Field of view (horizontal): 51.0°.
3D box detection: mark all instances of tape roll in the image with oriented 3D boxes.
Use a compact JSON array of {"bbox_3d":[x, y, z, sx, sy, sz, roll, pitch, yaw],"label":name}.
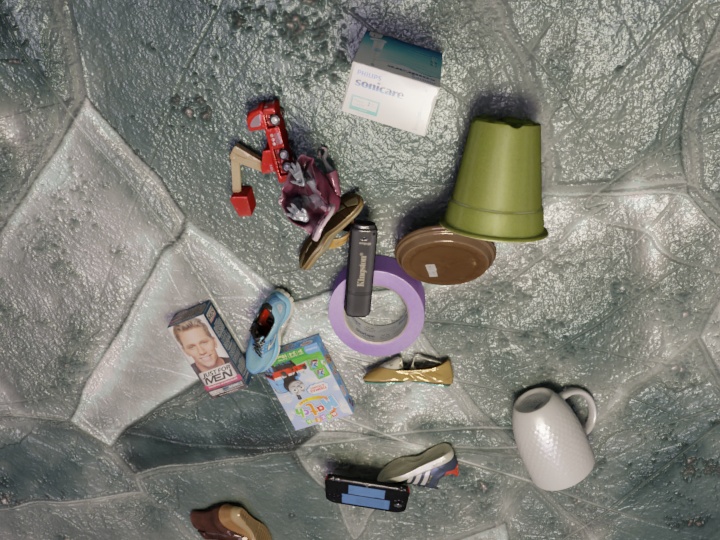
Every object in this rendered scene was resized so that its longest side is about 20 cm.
[{"bbox_3d":[0.035,0.074,1.543,0.195,0.066,0.204,3,120,6],"label":"tape roll"}]

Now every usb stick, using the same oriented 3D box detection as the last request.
[{"bbox_3d":[0.000,0.000,1.451,0.054,0.033,0.204,6,118,2],"label":"usb stick"}]

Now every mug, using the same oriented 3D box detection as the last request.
[{"bbox_3d":[0.419,0.333,1.606,0.198,0.147,0.178,-31,107,-11],"label":"mug"}]

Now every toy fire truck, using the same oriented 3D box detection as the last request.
[{"bbox_3d":[-0.194,-0.211,1.424,0.137,0.049,0.204,-8,118,11],"label":"toy fire truck"}]

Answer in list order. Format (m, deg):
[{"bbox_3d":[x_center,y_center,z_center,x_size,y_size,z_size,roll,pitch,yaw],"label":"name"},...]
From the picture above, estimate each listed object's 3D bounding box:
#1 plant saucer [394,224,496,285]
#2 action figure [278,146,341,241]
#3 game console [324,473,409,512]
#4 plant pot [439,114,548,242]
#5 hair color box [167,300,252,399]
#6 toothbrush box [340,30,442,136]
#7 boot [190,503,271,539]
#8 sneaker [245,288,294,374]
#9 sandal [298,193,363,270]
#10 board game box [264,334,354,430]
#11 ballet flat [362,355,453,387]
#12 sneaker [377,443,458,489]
[{"bbox_3d":[0.161,-0.023,1.437,0.195,0.030,0.201,3,152,1],"label":"plant saucer"},{"bbox_3d":[-0.069,-0.139,1.374,0.148,0.199,0.135,39,100,16],"label":"action figure"},{"bbox_3d":[0.014,0.523,1.767,0.195,0.032,0.178,7,152,3],"label":"game console"},{"bbox_3d":[0.245,-0.169,1.329,0.195,0.200,0.195,6,107,4],"label":"plant pot"},{"bbox_3d":[-0.326,0.176,1.648,0.098,0.061,0.203,-20,114,17],"label":"hair color box"},{"bbox_3d":[0.056,-0.314,1.248,0.143,0.201,0.087,16,120,-3],"label":"toothbrush box"},{"bbox_3d":[-0.328,0.676,1.934,0.163,0.073,0.203,-14,118,28],"label":"boot"},{"bbox_3d":[-0.210,0.133,1.581,0.077,0.090,0.203,29,116,18],"label":"sneaker"},{"bbox_3d":[-0.051,-0.071,1.472,0.053,0.081,0.201,26,122,-25],"label":"sandal"},{"bbox_3d":[-0.119,0.252,1.677,0.148,0.037,0.203,-18,115,17],"label":"board game box"},{"bbox_3d":[0.102,0.213,1.623,0.195,0.069,0.065,1,92,4],"label":"ballet flat"},{"bbox_3d":[0.137,0.475,1.745,0.196,0.075,0.086,-23,110,18],"label":"sneaker"}]
